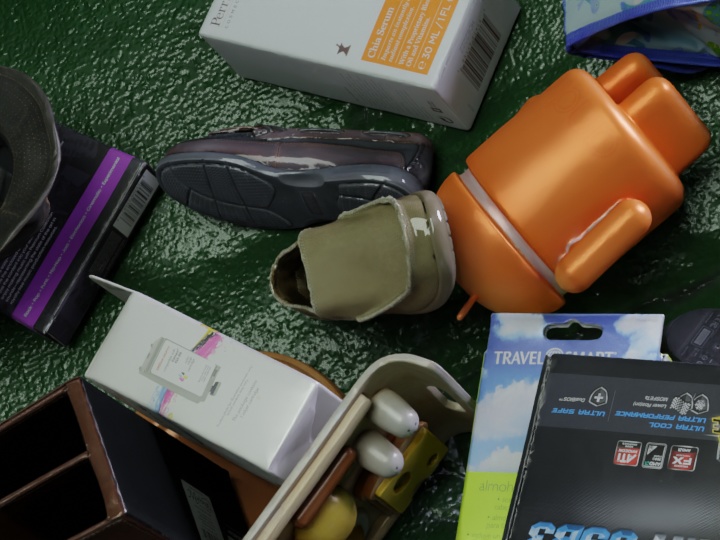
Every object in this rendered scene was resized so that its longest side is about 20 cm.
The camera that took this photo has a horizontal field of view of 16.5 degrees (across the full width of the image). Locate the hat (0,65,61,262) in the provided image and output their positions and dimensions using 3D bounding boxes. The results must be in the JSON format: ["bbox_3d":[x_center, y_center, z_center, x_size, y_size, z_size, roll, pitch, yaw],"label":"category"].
[{"bbox_3d":[-0.277,-0.045,1.762,0.200,0.081,0.201,-16,57,26],"label":"hat"}]

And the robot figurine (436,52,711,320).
[{"bbox_3d":[0.128,-0.050,1.608,0.200,0.117,0.144,-41,71,6],"label":"robot figurine"}]

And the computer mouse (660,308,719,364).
[{"bbox_3d":[0.272,0.080,1.536,0.200,0.034,0.059,28,60,27],"label":"computer mouse"}]

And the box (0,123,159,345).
[{"bbox_3d":[-0.259,-0.046,1.828,0.200,0.036,0.143,25,80,30],"label":"box"}]

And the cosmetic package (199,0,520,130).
[{"bbox_3d":[-0.001,-0.175,1.749,0.200,0.071,0.102,15,76,30],"label":"cosmetic package"}]

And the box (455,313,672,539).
[{"bbox_3d":[0.126,0.127,1.529,0.122,0.048,0.200,0,68,24],"label":"box"}]

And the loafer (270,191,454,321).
[{"bbox_3d":[0.000,0.000,1.604,0.067,0.200,0.076,-10,81,-24],"label":"loafer"}]

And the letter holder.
[{"bbox_3d":[-0.171,0.171,1.559,0.142,0.200,0.101,-30,59,12],"label":"letter holder"}]

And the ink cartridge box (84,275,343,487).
[{"bbox_3d":[-0.094,0.080,1.612,0.200,0.116,0.068,25,81,33],"label":"ink cartridge box"}]

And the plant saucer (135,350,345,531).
[{"bbox_3d":[-0.091,0.145,1.672,0.200,0.037,0.201,-10,64,21],"label":"plant saucer"}]

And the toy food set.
[{"bbox_3d":[0.007,0.157,1.557,0.060,0.144,0.200,34,85,29],"label":"toy food set"}]

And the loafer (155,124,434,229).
[{"bbox_3d":[-0.043,-0.070,1.735,0.200,0.072,0.063,6,51,21],"label":"loafer"}]

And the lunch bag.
[{"bbox_3d":[0.230,-0.225,1.629,0.199,0.127,0.170,-4,67,13],"label":"lunch bag"}]

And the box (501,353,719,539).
[{"bbox_3d":[0.180,0.152,1.429,0.200,0.050,0.199,4,69,33],"label":"box"}]
